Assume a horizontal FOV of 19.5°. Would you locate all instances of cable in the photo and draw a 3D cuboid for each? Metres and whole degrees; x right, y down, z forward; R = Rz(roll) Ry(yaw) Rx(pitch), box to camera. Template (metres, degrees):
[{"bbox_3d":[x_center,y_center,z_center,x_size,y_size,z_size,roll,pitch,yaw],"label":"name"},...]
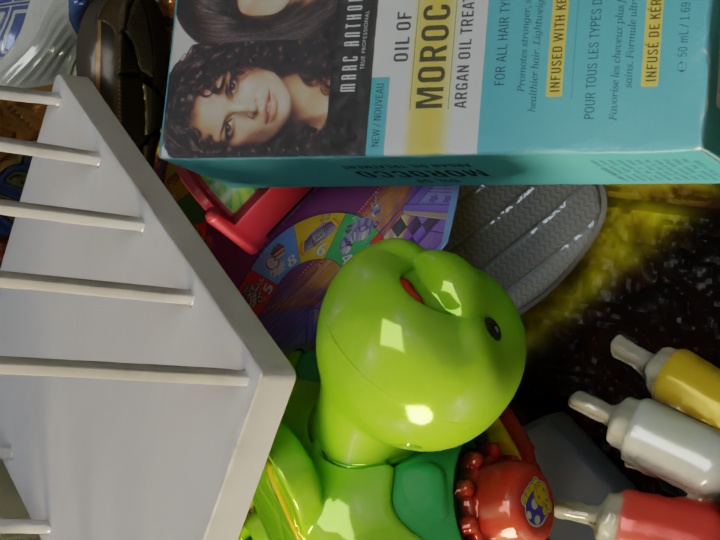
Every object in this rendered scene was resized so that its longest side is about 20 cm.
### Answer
[{"bbox_3d":[0.160,0.088,0.701,0.198,0.050,0.098,13,67,23],"label":"cable"}]

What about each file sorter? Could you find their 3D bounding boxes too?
[{"bbox_3d":[-0.132,0.034,0.699,0.200,0.124,0.140,51,128,49],"label":"file sorter"}]

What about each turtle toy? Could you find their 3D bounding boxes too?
[{"bbox_3d":[0.011,0.069,0.703,0.101,0.201,0.146,-29,58,-14],"label":"turtle toy"}]

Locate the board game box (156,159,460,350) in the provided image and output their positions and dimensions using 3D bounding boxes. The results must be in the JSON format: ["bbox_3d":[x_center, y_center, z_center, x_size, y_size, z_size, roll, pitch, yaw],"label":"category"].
[{"bbox_3d":[-0.028,-0.068,0.784,0.157,0.039,0.202,-7,59,38],"label":"board game box"}]

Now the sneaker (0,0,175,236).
[{"bbox_3d":[-0.131,-0.097,0.881,0.200,0.075,0.089,-44,47,21],"label":"sneaker"}]

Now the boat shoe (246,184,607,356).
[{"bbox_3d":[0.000,0.000,0.801,0.199,0.072,0.062,-29,31,12],"label":"boat shoe"}]

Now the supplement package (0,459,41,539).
[{"bbox_3d":[-0.188,0.113,0.863,0.120,0.121,0.200,-45,69,19],"label":"supplement package"}]

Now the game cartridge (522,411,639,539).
[{"bbox_3d":[0.043,0.157,0.790,0.133,0.041,0.200,46,108,18],"label":"game cartridge"}]

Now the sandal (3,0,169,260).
[{"bbox_3d":[-0.114,-0.014,0.833,0.054,0.082,0.202,9,111,8],"label":"sandal"}]

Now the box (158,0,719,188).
[{"bbox_3d":[0.031,-0.072,0.693,0.198,0.049,0.083,0,81,30],"label":"box"}]
